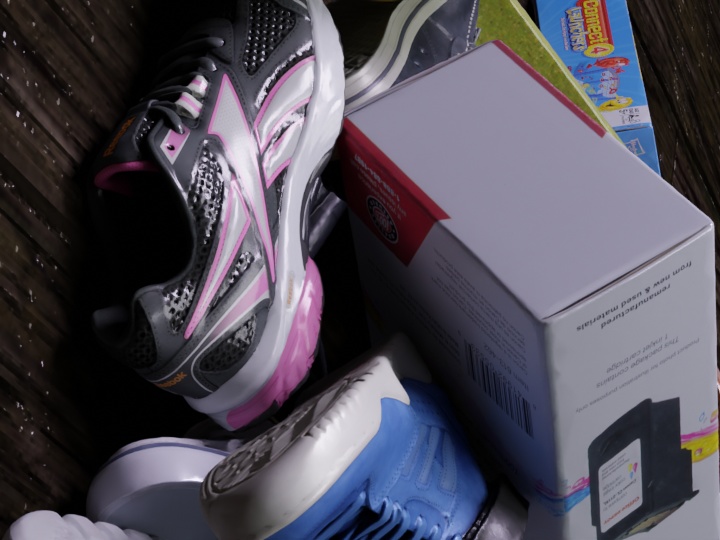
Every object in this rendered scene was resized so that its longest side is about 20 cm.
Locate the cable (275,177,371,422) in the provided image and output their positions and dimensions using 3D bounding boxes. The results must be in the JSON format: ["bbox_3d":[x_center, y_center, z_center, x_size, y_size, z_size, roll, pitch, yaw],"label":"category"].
[{"bbox_3d":[0.000,0.000,1.118,0.200,0.051,0.164,-45,131,-61],"label":"cable"}]

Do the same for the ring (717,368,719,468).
[{"bbox_3d":[0.131,0.112,1.302,0.019,0.200,0.201,2,87,-34],"label":"ring"}]

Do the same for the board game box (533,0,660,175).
[{"bbox_3d":[0.149,-0.040,1.432,0.196,0.056,0.200,-90,169,-59],"label":"board game box"}]

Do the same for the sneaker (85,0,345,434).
[{"bbox_3d":[-0.061,-0.044,0.930,0.086,0.080,0.201,23,52,-40],"label":"sneaker"}]

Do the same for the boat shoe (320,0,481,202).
[{"bbox_3d":[0.016,-0.089,1.065,0.062,0.074,0.200,63,25,-19],"label":"boat shoe"}]

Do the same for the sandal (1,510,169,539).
[{"bbox_3d":[-0.058,0.142,0.896,0.202,0.050,0.083,31,15,-33],"label":"sandal"}]

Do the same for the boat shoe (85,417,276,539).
[{"bbox_3d":[-0.051,0.092,0.971,0.200,0.073,0.065,37,28,-60],"label":"boat shoe"}]

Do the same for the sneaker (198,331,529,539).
[{"bbox_3d":[0.010,0.094,0.893,0.111,0.077,0.200,58,12,-1],"label":"sneaker"}]

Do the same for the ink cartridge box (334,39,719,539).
[{"bbox_3d":[0.070,0.032,0.983,0.083,0.146,0.200,-29,138,-18],"label":"ink cartridge box"}]

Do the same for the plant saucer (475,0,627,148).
[{"bbox_3d":[0.083,-0.023,1.174,0.200,0.048,0.200,50,29,-26],"label":"plant saucer"}]
